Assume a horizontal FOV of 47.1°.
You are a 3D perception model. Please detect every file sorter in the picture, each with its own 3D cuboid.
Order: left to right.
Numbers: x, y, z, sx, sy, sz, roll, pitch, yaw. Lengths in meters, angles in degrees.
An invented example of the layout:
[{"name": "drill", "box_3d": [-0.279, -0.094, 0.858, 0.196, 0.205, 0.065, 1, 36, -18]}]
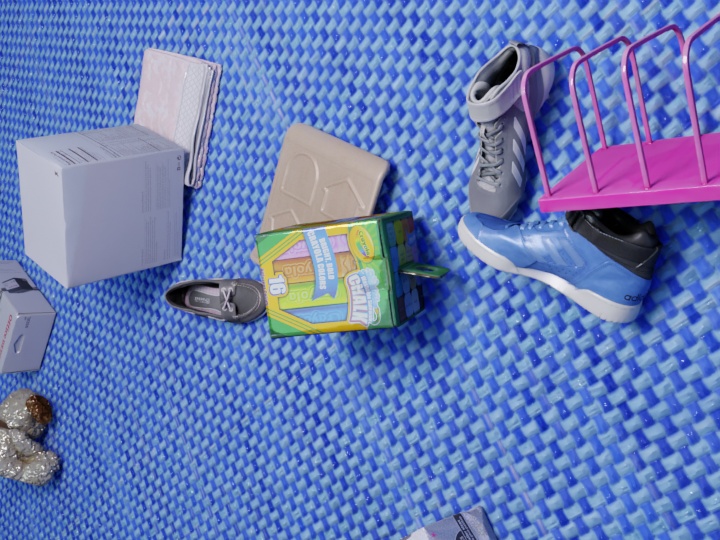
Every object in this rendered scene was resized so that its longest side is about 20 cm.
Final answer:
[{"name": "file sorter", "box_3d": [0.257, -0.139, 0.701, 0.200, 0.139, 0.126, -1, 115, 43]}]

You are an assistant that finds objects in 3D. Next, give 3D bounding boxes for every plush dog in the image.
[{"name": "plush dog", "box_3d": [-0.680, 0.315, 1.618, 0.200, 0.160, 0.172, -2, 66, 43]}]

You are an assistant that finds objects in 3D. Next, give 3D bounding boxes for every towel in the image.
[{"name": "towel", "box_3d": [-0.303, -0.245, 1.319, 0.191, 0.032, 0.201, 22, 104, 41]}]

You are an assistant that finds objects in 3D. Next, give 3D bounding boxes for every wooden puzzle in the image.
[{"name": "wooden puzzle", "box_3d": [-0.051, -0.073, 1.082, 0.185, 0.046, 0.201, 30, 106, 38]}]

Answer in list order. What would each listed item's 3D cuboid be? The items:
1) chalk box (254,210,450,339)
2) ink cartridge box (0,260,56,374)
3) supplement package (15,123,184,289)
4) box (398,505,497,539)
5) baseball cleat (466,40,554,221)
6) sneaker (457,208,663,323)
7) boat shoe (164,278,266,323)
[{"name": "chalk box", "box_3d": [0.000, 0.000, 0.950, 0.199, 0.125, 0.124, -7, 95, 20]}, {"name": "ink cartridge box", "box_3d": [-0.706, 0.091, 1.663, 0.200, 0.084, 0.145, 40, 116, 35]}, {"name": "supplement package", "box_3d": [-0.394, -0.104, 1.266, 0.147, 0.200, 0.192, 28, 122, 38]}, {"name": "box", "box_3d": [0.101, 0.381, 0.897, 0.132, 0.115, 0.200, -41, 65, 36]}, {"name": "baseball cleat", "box_3d": [0.136, -0.138, 0.861, 0.070, 0.106, 0.201, 24, 106, 41]}, {"name": "sneaker", "box_3d": [0.195, -0.041, 0.809, 0.200, 0.077, 0.112, 31, 124, 27]}, {"name": "boat shoe", "box_3d": [-0.215, 0.045, 1.224, 0.200, 0.057, 0.067, 0, 91, 43]}]
